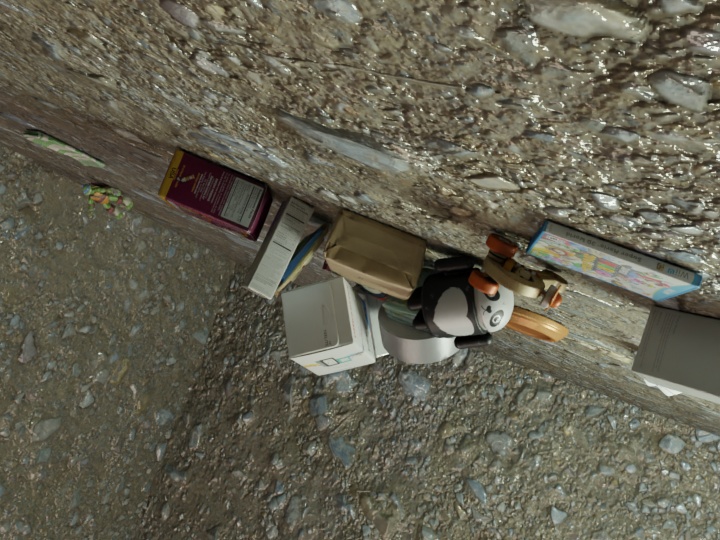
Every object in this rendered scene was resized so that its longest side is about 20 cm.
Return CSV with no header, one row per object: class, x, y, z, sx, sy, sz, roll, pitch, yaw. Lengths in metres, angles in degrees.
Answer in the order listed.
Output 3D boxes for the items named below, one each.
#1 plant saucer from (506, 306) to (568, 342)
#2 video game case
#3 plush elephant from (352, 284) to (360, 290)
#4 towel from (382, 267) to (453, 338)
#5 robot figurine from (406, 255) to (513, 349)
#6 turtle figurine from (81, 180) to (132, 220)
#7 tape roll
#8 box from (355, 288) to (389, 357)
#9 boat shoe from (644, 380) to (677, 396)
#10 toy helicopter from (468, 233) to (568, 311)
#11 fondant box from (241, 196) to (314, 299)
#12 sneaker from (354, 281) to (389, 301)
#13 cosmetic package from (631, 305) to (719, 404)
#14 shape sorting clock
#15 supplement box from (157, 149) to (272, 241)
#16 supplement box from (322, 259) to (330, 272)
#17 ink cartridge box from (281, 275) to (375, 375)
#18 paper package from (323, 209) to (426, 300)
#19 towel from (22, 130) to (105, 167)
plant saucer,0.414,0.132,1.651,0.196,0.038,0.200,22,174,2
video game case,0.324,-0.009,0.880,0.196,0.018,0.143,21,173,9
plush elephant,0.068,0.083,1.761,0.162,0.158,0.200,-19,167,-17
towel,0.167,0.063,1.431,0.197,0.170,0.049,18,132,37
robot figurine,0.188,0.062,1.254,0.196,0.127,0.150,-9,148,27
turtle figurine,-0.979,-0.251,2.587,0.197,0.147,0.193,21,178,31
tape roll,0.138,0.115,1.465,0.197,0.200,0.067,16,131,36
box,0.092,0.108,1.634,0.196,0.156,0.106,-11,-174,-22
boat shoe,0.687,0.231,1.490,0.069,0.072,0.198,-21,141,38
toy helicopter,0.264,0.016,1.004,0.198,0.080,0.132,5,-155,-47
fondant box,-0.175,-0.044,1.388,0.057,0.203,0.144,28,172,-13
sneaker,0.000,0.000,1.506,0.200,0.075,0.085,47,174,36
cosmetic package,0.522,0.134,0.990,0.080,0.115,0.198,27,174,-42
shape sorting clock,-0.133,-0.023,1.460,0.039,0.201,0.200,43,169,-11
supplement box,-0.289,-0.149,1.355,0.196,0.105,0.131,22,173,-1
supplement box,-0.041,-0.020,1.779,0.107,0.062,0.200,21,174,-5
ink cartridge box,-0.067,0.126,1.451,0.143,0.150,0.200,-14,158,10
paper package,0.031,-0.025,1.326,0.187,0.106,0.200,21,173,4
towel,-0.859,-0.350,1.932,0.151,0.024,0.198,14,169,46
